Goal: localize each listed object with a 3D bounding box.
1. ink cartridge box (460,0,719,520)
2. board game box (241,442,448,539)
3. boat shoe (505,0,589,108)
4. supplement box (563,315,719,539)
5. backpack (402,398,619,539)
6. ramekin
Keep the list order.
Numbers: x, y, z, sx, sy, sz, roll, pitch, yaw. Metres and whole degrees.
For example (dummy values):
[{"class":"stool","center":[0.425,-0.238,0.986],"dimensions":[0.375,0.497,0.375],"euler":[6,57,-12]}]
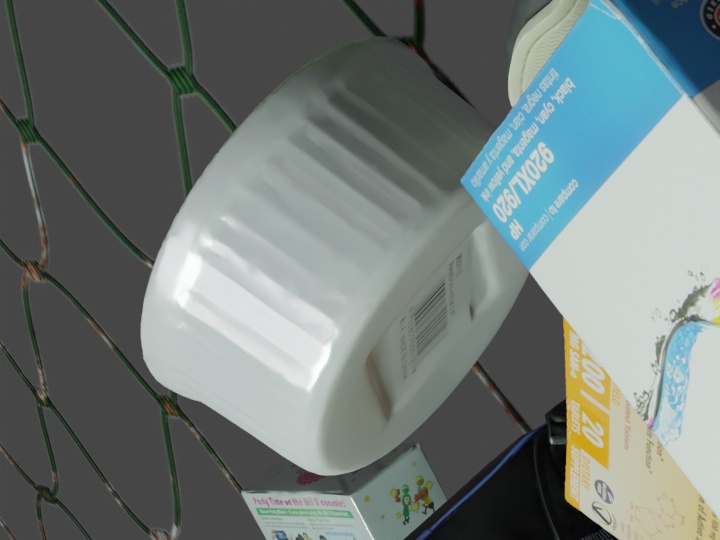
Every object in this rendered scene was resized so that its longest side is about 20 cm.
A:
[{"class":"ink cartridge box","center":[0.166,-0.015,0.639],"dimensions":[0.200,0.147,0.145],"euler":[53,153,10]},{"class":"board game box","center":[0.023,0.211,1.182],"dimensions":[0.147,0.064,0.200],"euler":[-9,111,59]},{"class":"boat shoe","center":[0.100,-0.127,0.742],"dimensions":[0.200,0.072,0.068],"euler":[100,170,-61]},{"class":"supplement box","center":[0.181,0.091,0.799],"dimensions":[0.200,0.073,0.126],"euler":[34,144,37]},{"class":"backpack","center":[0.096,0.204,0.939],"dimensions":[0.200,0.183,0.147],"euler":[48,157,6]},{"class":"ramekin","center":[0.000,0.000,0.876],"dimensions":[0.098,0.200,0.201],"euler":[36,146,22]}]
